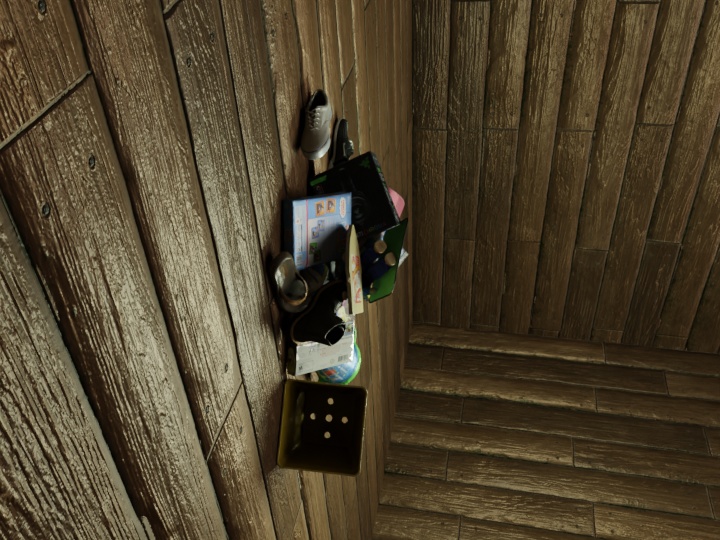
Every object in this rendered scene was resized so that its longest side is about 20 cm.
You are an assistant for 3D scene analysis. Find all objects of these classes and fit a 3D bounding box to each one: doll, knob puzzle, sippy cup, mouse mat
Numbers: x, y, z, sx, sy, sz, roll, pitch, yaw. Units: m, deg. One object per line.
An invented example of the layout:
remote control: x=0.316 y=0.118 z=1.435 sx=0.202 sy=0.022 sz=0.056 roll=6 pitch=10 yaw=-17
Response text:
doll: x=0.000 y=0.000 z=1.726 sx=0.199 sy=0.137 sz=0.049 roll=-40 pitch=-176 yaw=38
knob puzzle: x=-0.024 y=-0.003 z=1.595 sx=0.220 sy=0.030 sz=0.226 roll=-4 pitch=90 yaw=-82
sippy cup: x=-0.081 y=0.223 z=1.805 sx=0.130 sy=0.136 sz=0.183 roll=46 pitch=40 yaw=-63
mouse mat: x=0.070 y=-0.023 z=1.745 sx=0.161 sy=0.007 sz=0.205 roll=152 pitch=-47 yaw=-67

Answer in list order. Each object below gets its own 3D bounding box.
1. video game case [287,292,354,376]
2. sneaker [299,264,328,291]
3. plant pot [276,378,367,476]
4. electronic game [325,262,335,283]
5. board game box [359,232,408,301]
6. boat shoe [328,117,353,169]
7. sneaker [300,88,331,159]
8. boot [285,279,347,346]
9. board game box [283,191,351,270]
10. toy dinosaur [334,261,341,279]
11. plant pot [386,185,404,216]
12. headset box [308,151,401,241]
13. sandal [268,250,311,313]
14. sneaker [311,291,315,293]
video game case: x=-0.092 y=0.144 z=1.659 sx=0.197 sy=0.035 sz=0.187 roll=-8 pitch=103 yaw=-47
sneaker: x=-0.120 y=-0.047 z=1.642 sx=0.203 sy=0.074 sz=0.106 roll=-82 pitch=158 yaw=-47
plant pot: x=-0.084 y=0.370 z=1.678 sx=0.176 sy=0.194 sz=0.206 roll=62 pitch=34 yaw=-84
electronic game: x=-0.089 y=0.043 z=1.881 sx=0.200 sy=0.040 sz=0.206 roll=-3 pitch=90 yaw=-82
board game box: x=0.016 y=-0.060 z=1.840 sx=0.200 sy=0.061 sz=0.202 roll=-48 pitch=118 yaw=-35
boat shoe: x=-0.047 y=-0.325 z=1.909 sx=0.076 sy=0.059 sz=0.206 roll=54 pitch=42 yaw=-74
sneaker: x=-0.107 y=-0.338 z=1.585 sx=0.072 sy=0.071 sz=0.203 roll=70 pitch=16 yaw=-46
boot: x=-0.059 y=0.102 z=1.561 sx=0.201 sy=0.136 sz=0.078 roll=-49 pitch=126 yaw=-33
board game box: x=-0.094 y=-0.092 z=1.567 sx=0.198 sy=0.036 sz=0.156 roll=-14 pitch=109 yaw=-49
toy dinosaur: x=-0.040 y=0.045 z=1.875 sx=0.135 sy=0.100 sz=0.205 roll=-17 pitch=122 yaw=-66
plant pot: x=0.006 y=-0.149 z=1.979 sx=0.200 sy=0.196 sz=0.183 roll=56 pitch=55 yaw=-73
headset box: x=-0.014 y=-0.176 z=1.697 sx=0.093 sy=0.170 sz=0.205 roll=-22 pitch=92 yaw=-79
sandal: x=-0.141 y=0.034 z=1.478 sx=0.082 sy=0.054 sz=0.202 roll=-45 pitch=151 yaw=-22
sneaker: x=-0.107 y=0.121 z=1.710 sx=0.072 sy=0.078 sz=0.204 roll=78 pitch=20 yaw=-57
